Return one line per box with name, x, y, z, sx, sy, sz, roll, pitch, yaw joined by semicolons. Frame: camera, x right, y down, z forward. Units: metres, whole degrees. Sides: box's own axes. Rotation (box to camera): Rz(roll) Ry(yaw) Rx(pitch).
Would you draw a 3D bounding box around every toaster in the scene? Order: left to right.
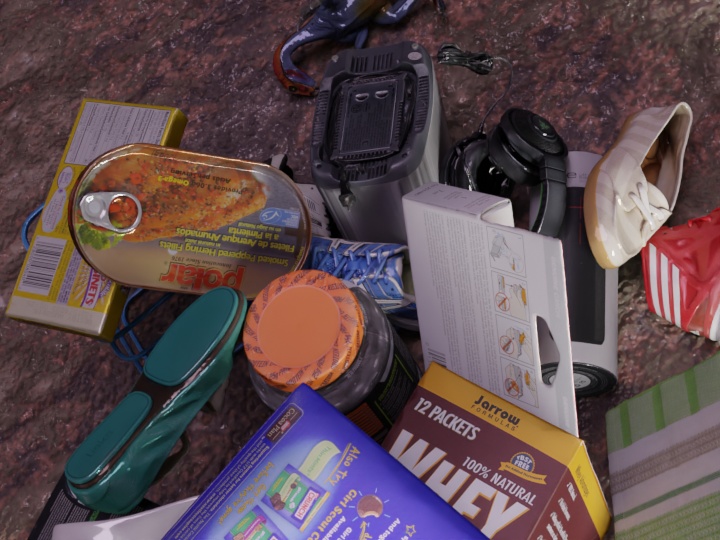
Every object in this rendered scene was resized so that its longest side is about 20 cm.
toaster;0.024;-0.100;1.226;0.112;0.130;0.202;-7;50;16

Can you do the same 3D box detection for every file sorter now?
file sorter;-0.192;0.007;1.219;0.122;0.200;0.139;-38;59;0

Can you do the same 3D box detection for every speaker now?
speaker;0.183;0.001;1.163;0.080;0.081;0.203;-2;64;17

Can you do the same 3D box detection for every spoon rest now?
spoon rest;-0.145;0.208;0.981;0.197;0.061;0.101;-1;65;18

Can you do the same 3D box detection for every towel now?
towel;0.251;0.179;1.038;0.149;0.030;0.203;-37;45;49

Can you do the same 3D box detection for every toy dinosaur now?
toy dinosaur;-0.005;-0.254;1.379;0.180;0.106;0.201;-23;21;21

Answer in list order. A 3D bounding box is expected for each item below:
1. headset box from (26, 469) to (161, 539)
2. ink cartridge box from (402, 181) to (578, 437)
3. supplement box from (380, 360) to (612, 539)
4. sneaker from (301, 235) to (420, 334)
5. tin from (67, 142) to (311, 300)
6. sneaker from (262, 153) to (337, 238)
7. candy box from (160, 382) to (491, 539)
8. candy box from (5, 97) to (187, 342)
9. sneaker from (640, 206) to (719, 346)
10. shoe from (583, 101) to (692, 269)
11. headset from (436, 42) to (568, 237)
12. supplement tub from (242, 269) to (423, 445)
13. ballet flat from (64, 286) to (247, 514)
headset box;-0.144;0.256;1.092;0.198;0.174;0.094;19;71;26
ink cartridge box;0.115;0.041;1.078;0.043;0.203;0.172;-26;28;-35
supplement box;0.078;0.215;1.023;0.132;0.198;0.201;26;74;27
sneaker;0.000;0.000;1.173;0.197;0.077;0.077;8;63;-18
tin;-0.136;-0.037;1.082;0.197;0.042;0.114;9;86;-24
sneaker;-0.047;-0.037;1.264;0.087;0.076;0.200;-38;63;-11
candy box;-0.017;0.206;0.896;0.199;0.077;0.169;38;77;26
candy box;-0.219;-0.046;1.124;0.101;0.026;0.203;10;73;24
sneaker;0.303;-0.043;1.146;0.114;0.079;0.202;22;72;25
shoe;0.239;-0.079;1.153;0.053;0.070;0.201;-17;31;39
headset;0.112;-0.099;1.168;0.123;0.093;0.203;-28;60;46
supplement tub;-0.019;0.085;1.119;0.121;0.200;0.124;-8;62;14
ballet flat;-0.147;0.105;1.050;0.067;0.071;0.201;20;65;44
